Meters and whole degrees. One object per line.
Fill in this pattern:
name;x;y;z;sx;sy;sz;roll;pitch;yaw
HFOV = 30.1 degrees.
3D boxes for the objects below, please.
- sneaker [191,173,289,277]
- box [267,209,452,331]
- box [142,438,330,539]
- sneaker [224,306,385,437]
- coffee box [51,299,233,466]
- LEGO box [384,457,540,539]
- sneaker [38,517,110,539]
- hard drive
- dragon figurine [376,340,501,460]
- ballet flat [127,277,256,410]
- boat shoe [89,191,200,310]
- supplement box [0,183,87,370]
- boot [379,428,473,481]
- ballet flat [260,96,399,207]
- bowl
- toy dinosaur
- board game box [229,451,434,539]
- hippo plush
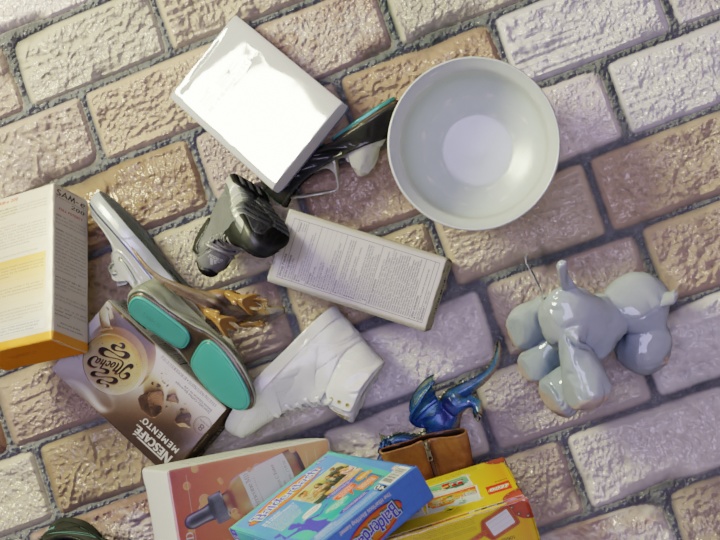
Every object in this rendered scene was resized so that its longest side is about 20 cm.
sneaker;-0.148;-0.029;1.581;0.075;0.200;0.116;31;104;-20
box;0.000;0.000;1.599;0.200;0.078;0.095;19;91;9
box;-0.134;0.286;1.553;0.200;0.106;0.153;-9;87;-26
sneaker;-0.062;0.153;1.607;0.200;0.074;0.116;-46;79;4
coffee box;-0.258;0.143;1.634;0.200;0.080;0.113;42;95;8
LEGO box;0.085;0.285;1.458;0.199;0.149;0.077;-17;99;0
sneaker;-0.305;0.368;1.637;0.200;0.079;0.076;20;91;8
hard drive;-0.125;-0.203;1.620;0.200;0.025;0.132;42;95;27
dragon figurine;0.090;0.162;1.585;0.099;0.059;0.200;25;100;0
ballet flat;-0.188;0.081;1.587;0.200;0.064;0.067;42;127;4
boat shoe;-0.278;-0.005;1.645;0.067;0.074;0.200;-41;83;5
supplement box;-0.400;0.009;1.624;0.126;0.074;0.201;-13;69;24
boot;0.063;0.298;1.553;0.188;0.069;0.200;-18;106;7
ballet flat;-0.027;-0.136;1.619;0.200;0.068;0.069;-27;94;18
bowl;0.135;-0.144;1.576;0.200;0.090;0.202;0;88;8
toy dinosaur;-0.175;0.039;1.581;0.200;0.106;0.061;24;86;-30
board game box;-0.035;0.260;1.432;0.152;0.200;0.045;-35;105;-24
hippo plush;0.271;0.058;1.544;0.160;0.159;0.201;-17;102;-22
